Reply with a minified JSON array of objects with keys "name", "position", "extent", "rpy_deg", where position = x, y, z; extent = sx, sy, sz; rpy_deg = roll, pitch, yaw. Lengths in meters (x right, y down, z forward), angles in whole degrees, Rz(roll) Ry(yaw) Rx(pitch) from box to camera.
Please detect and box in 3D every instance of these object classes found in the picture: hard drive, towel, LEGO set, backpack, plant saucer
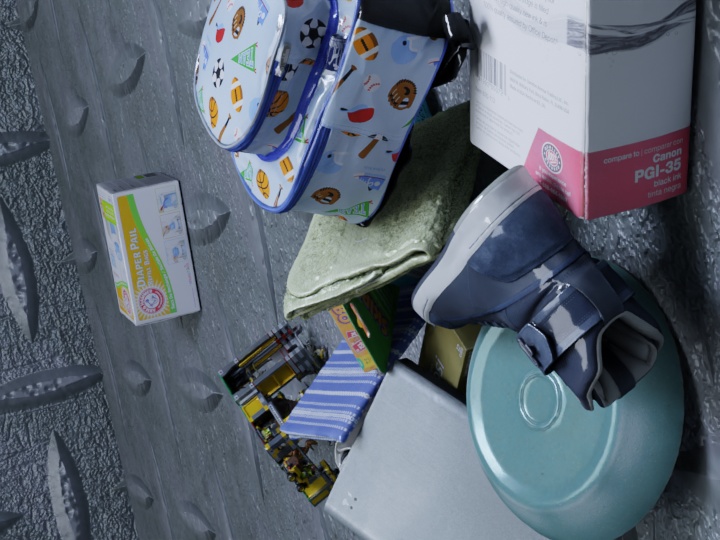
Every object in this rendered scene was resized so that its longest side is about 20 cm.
[{"name":"hard drive","position":[0.081,0.178,1.085],"extent":[0.199,0.033,0.140],"rpy_deg":[32,106,24]},{"name":"towel","position":[0.016,0.063,1.194],"extent":[0.024,0.201,0.145],"rpy_deg":[40,162,-14]},{"name":"LEGO set","position":[-0.061,0.152,1.585],"extent":[0.154,0.116,0.200],"rpy_deg":[54,178,-32]},{"name":"towel","position":[0.020,-0.049,1.045],"extent":[0.037,0.148,0.201],"rpy_deg":[53,-148,-24]},{"name":"backpack","position":[-0.029,-0.132,0.975],"extent":[0.200,0.153,0.192],"rpy_deg":[-117,34,-56]},{"name":"plant saucer","position":[0.134,0.089,0.976],"extent":[0.199,0.036,0.202],"rpy_deg":[-4,85,51]}]

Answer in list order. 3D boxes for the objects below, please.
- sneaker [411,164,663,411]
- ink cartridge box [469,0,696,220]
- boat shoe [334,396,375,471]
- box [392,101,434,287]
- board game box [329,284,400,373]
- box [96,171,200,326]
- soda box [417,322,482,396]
[{"name":"sneaker","position":[0.112,0.033,0.917],"extent":[0.146,0.077,0.202],"rpy_deg":[47,162,8]},{"name":"ink cartridge box","position":[0.132,-0.154,0.864],"extent":[0.147,0.082,0.202],"rpy_deg":[-135,36,-55]},{"name":"boat shoe","position":[0.010,0.159,1.211],"extent":[0.072,0.065,0.201],"rpy_deg":[98,151,-45]},{"name":"box","position":[0.024,-0.094,1.172],"extent":[0.082,0.049,0.201],"rpy_deg":[-29,67,23]},{"name":"board game box","position":[0.000,0.000,1.160],"extent":[0.096,0.030,0.200],"rpy_deg":[61,-164,-22]},{"name":"box","position":[-0.312,-0.033,2.088],"extent":[0.112,0.101,0.202],"rpy_deg":[-154,53,-65]},{"name":"soda box","position":[0.086,0.101,1.168],"extent":[0.201,0.067,0.064],"rpy_deg":[99,150,-45]}]
